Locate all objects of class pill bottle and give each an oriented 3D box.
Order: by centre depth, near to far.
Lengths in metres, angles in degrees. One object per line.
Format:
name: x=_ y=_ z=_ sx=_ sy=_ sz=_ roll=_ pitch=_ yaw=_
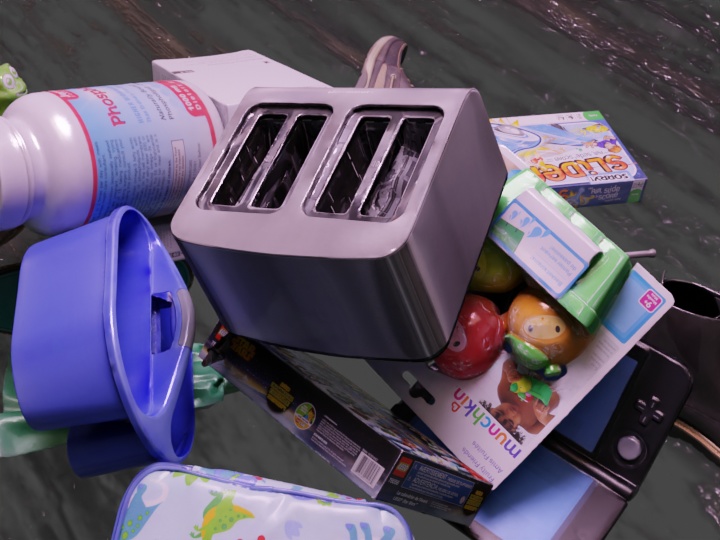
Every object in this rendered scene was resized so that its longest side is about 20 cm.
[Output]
pill bottle: x=-0.209 y=-0.087 z=0.767 sx=0.109 sy=0.109 sz=0.199 roll=36 pitch=33 yaw=29

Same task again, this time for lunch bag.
lunch bag: x=-0.065 y=0.217 z=0.629 sx=0.198 sy=0.083 sz=0.162 roll=12 pitch=73 yaw=7

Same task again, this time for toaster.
toaster: x=-0.014 y=-0.034 z=0.677 sx=0.180 sy=0.119 sz=0.201 roll=6 pitch=53 yaw=27

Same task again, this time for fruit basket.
fruit basket: x=0.102 y=0.030 z=0.751 sx=0.200 sy=0.094 sz=0.185 roll=-44 pitch=70 yaw=-1

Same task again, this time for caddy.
caddy: x=-0.167 y=0.049 z=0.702 sx=0.104 sy=0.142 sz=0.201 roll=-17 pitch=48 yaw=6

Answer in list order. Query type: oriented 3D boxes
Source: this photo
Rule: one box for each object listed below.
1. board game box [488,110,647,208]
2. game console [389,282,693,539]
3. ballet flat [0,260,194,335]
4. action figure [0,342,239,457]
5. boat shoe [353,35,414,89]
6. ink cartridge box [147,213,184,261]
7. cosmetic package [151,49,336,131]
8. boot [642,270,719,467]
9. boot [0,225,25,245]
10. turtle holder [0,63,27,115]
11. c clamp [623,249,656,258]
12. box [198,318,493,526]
board game box: x=0.197 y=-0.120 z=1.093 sx=0.198 sy=0.035 sz=0.136 roll=-6 pitch=44 yaw=-13
game console: x=0.127 y=0.113 z=0.776 sx=0.199 sy=0.177 sz=0.116 roll=31 pitch=19 yaw=24
ballet flat: x=-0.251 y=0.014 z=0.888 sx=0.198 sy=0.071 sz=0.065 roll=-6 pitch=18 yaw=-17
action figure: x=-0.184 y=0.098 z=0.797 sx=0.198 sy=0.055 sz=0.119 roll=-8 pitch=42 yaw=-9
boat shoe: x=0.026 y=-0.194 z=1.138 sx=0.073 sy=0.075 sz=0.201 roll=21 pitch=52 yaw=3
ink cartridge box: x=-0.177 y=-0.060 z=0.927 sx=0.199 sy=0.041 sz=0.199 roll=-16 pitch=26 yaw=-42
cosmetic package: x=-0.109 y=-0.143 z=0.910 sx=0.112 sy=0.082 sz=0.200 roll=-14 pitch=26 yaw=-28
boot: x=0.312 y=0.091 z=0.797 sx=0.199 sy=0.139 sz=0.078 roll=19 pitch=44 yaw=13
boot: x=-0.322 y=-0.068 z=0.868 sx=0.077 sy=0.200 sz=0.156 roll=44 pitch=67 yaw=-18
turtle holder: x=-0.411 y=-0.129 z=0.937 sx=0.184 sy=0.133 sz=0.141 roll=-14 pitch=27 yaw=-5
c clamp: x=0.216 y=0.011 z=0.906 sx=0.169 sy=0.027 sz=0.200 roll=-7 pitch=16 yaw=1
box: x=-0.012 y=0.110 z=0.728 sx=0.199 sy=0.137 sz=0.040 roll=31 pitch=89 yaw=38
